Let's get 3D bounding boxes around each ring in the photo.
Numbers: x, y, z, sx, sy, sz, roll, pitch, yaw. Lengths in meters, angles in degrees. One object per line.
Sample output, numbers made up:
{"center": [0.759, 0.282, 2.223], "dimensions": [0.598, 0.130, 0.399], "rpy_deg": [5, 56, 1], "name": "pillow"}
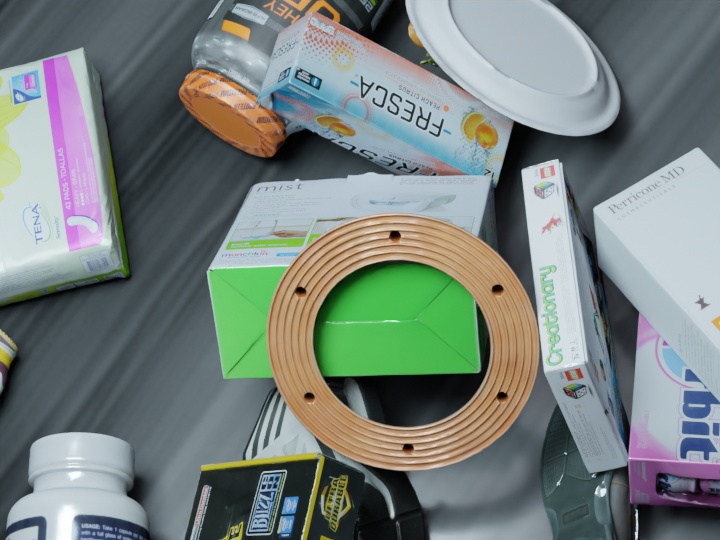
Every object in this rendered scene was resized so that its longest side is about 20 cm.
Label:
{"center": [0.030, 0.051, 1.443], "dimensions": [0.198, 0.019, 0.202], "rpy_deg": [3, 111, 7], "name": "ring"}

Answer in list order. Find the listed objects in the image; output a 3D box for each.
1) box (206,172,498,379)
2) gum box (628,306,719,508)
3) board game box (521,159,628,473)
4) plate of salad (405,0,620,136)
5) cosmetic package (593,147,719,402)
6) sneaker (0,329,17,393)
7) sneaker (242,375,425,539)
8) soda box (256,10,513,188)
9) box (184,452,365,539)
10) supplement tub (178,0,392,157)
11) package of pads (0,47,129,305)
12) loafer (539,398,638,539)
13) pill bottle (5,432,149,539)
{"center": [0.000, 0.000, 1.533], "dimensions": [0.198, 0.098, 0.177], "rpy_deg": [-2, 22, 9], "name": "box"}
{"center": [0.261, 0.085, 1.490], "dimensions": [0.112, 0.066, 0.201], "rpy_deg": [2, 54, 11], "name": "gum box"}
{"center": [0.159, 0.033, 1.490], "dimensions": [0.034, 0.127, 0.201], "rpy_deg": [-14, 46, 13], "name": "board game box"}
{"center": [0.120, -0.173, 1.617], "dimensions": [0.199, 0.048, 0.201], "rpy_deg": [21, 37, -17], "name": "plate of salad"}
{"center": [0.266, 0.014, 1.455], "dimensions": [0.101, 0.072, 0.200], "rpy_deg": [-30, 52, -12], "name": "cosmetic package"}
{"center": [-0.384, 0.069, 1.634], "dimensions": [0.198, 0.075, 0.091], "rpy_deg": [13, 65, 16], "name": "sneaker"}
{"center": [-0.023, 0.176, 1.537], "dimensions": [0.115, 0.075, 0.202], "rpy_deg": [-19, 83, 42], "name": "sneaker"}
{"center": [0.022, -0.127, 1.592], "dimensions": [0.199, 0.063, 0.069], "rpy_deg": [26, 68, -21], "name": "soda box"}
{"center": [-0.079, 0.238, 1.447], "dimensions": [0.159, 0.049, 0.202], "rpy_deg": [-11, 60, 50], "name": "box"}
{"center": [-0.059, -0.202, 1.664], "dimensions": [0.122, 0.123, 0.201], "rpy_deg": [26, 74, 19], "name": "supplement tub"}
{"center": [-0.286, -0.075, 1.680], "dimensions": [0.153, 0.068, 0.202], "rpy_deg": [-14, 65, 4], "name": "package of pads"}
{"center": [0.177, 0.178, 1.502], "dimensions": [0.071, 0.063, 0.201], "rpy_deg": [-20, 48, 32], "name": "loafer"}
{"center": [-0.215, 0.231, 1.514], "dimensions": [0.110, 0.111, 0.202], "rpy_deg": [-4, 67, 9], "name": "pill bottle"}
